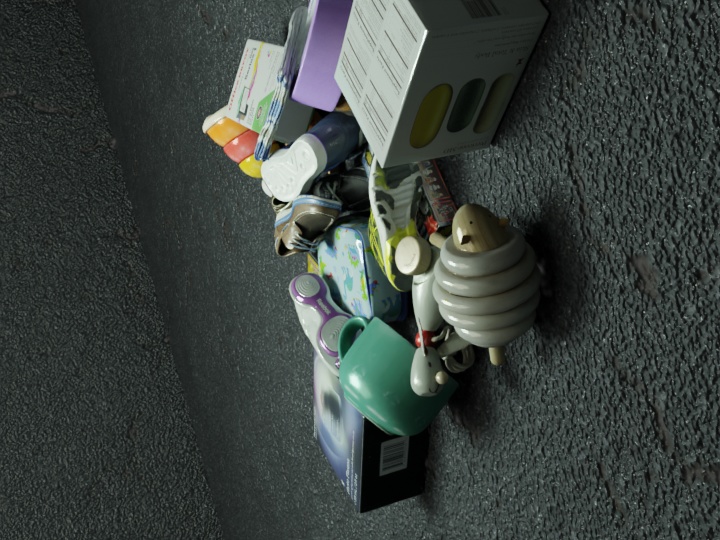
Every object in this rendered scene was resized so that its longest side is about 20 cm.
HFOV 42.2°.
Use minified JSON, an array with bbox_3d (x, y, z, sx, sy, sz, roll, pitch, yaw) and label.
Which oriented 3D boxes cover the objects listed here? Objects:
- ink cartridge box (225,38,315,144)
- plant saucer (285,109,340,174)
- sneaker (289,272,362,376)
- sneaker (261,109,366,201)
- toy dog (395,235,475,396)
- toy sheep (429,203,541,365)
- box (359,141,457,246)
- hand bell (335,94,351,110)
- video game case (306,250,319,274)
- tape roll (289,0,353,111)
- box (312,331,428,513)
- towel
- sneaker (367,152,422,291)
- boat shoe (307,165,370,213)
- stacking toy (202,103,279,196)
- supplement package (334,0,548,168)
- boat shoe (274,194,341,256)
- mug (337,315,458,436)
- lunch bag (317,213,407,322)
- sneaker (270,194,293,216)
[{"bbox_3d":[-0.146,-0.303,1.578,0.200,0.083,0.147,34,107,59],"label":"ink cartridge box"},{"bbox_3d":[-0.080,-0.184,1.610,0.200,0.032,0.203,43,139,53],"label":"plant saucer"},{"bbox_3d":[-0.045,0.095,1.452,0.100,0.074,0.201,79,165,-51],"label":"sneaker"},{"bbox_3d":[-0.056,-0.183,1.416,0.081,0.146,0.200,56,151,-4],"label":"sneaker"},{"bbox_3d":[0.108,0.050,1.172,0.096,0.131,0.203,-9,97,52],"label":"toy dog"},{"bbox_3d":[0.143,0.017,1.064,0.138,0.137,0.202,36,148,58],"label":"toy sheep"},{"bbox_3d":[0.065,-0.113,1.289,0.137,0.039,0.202,120,134,-57],"label":"box"},{"bbox_3d":[0.006,-0.247,1.258,0.199,0.103,0.106,-11,92,65],"label":"hand bell"},{"bbox_3d":[-0.049,0.081,1.681,0.200,0.025,0.183,-133,37,-53],"label":"video game case"},{"bbox_3d":[-0.045,-0.329,1.301,0.200,0.065,0.203,-166,90,-79],"label":"tape roll"},{"bbox_3d":[0.010,0.238,1.496,0.199,0.122,0.203,-130,36,-51],"label":"box"},{"bbox_3d":[-0.117,-0.268,1.356,0.201,0.023,0.149,119,164,-57],"label":"towel"},{"bbox_3d":[0.035,-0.074,1.231,0.084,0.074,0.203,24,123,61],"label":"sneaker"},{"bbox_3d":[-0.032,-0.122,1.447,0.199,0.067,0.073,5,110,53],"label":"boat shoe"},{"bbox_3d":[-0.198,-0.232,1.794,0.202,0.145,0.146,60,158,-6],"label":"stacking toy"},{"bbox_3d":[0.081,-0.247,1.037,0.152,0.150,0.201,64,154,28],"label":"supplement package"},{"bbox_3d":[-0.082,-0.062,1.427,0.200,0.071,0.073,154,128,-68],"label":"boat shoe"},{"bbox_3d":[0.040,0.152,1.303,0.152,0.115,0.185,39,177,-17],"label":"mug"},{"bbox_3d":[0.000,0.000,1.447,0.199,0.081,0.163,-164,65,-65],"label":"lunch bag"},{"bbox_3d":[-0.126,-0.117,1.614,0.071,0.075,0.201,66,154,25],"label":"sneaker"}]
